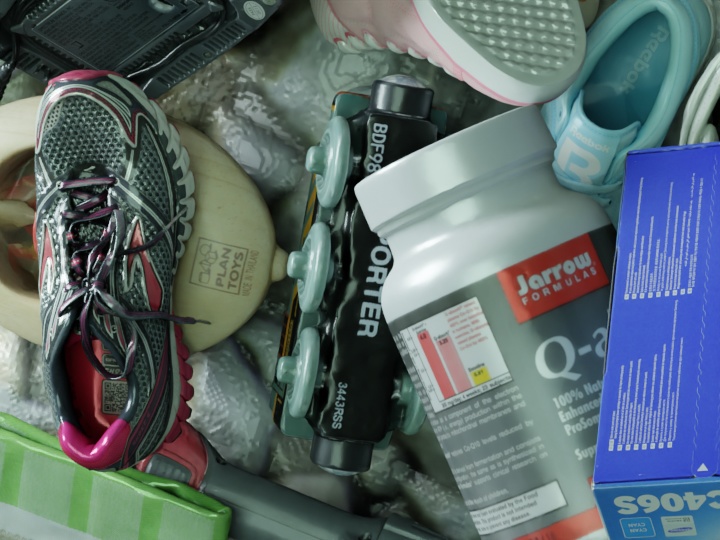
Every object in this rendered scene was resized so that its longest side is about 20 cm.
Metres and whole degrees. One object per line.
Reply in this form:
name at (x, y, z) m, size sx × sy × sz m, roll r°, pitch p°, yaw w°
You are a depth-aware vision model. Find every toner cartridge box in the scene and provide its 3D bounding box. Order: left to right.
toner cartridge box at (0.156, 0.027, 1.146) m, size 0.095 × 0.200 × 0.043 m, roll -6°, pitch 135°, yaw 18°

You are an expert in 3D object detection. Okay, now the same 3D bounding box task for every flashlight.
flashlight at (-0.048, 0.127, 1.392) m, size 0.200 × 0.068 × 0.068 m, roll 21°, pitch 136°, yaw 9°

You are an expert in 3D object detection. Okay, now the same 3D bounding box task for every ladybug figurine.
ladybug figurine at (-0.129, -0.022, 1.397) m, size 0.200 × 0.072 × 0.136 m, roll 16°, pitch 99°, yaw 14°

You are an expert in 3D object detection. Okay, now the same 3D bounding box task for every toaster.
toaster at (-0.112, -0.169, 1.328) m, size 0.114 × 0.129 × 0.200 m, roll 30°, pitch 140°, yaw -28°

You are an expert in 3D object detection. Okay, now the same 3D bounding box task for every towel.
towel at (-0.147, 0.180, 1.408) m, size 0.149 × 0.031 × 0.200 m, roll 20°, pitch 120°, yaw 11°

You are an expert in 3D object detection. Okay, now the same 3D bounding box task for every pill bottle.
pill bottle at (0.078, 0.034, 1.232) m, size 0.116 × 0.116 × 0.200 m, roll -25°, pitch 88°, yaw 16°

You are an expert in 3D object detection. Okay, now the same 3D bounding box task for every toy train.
toy train at (0.000, 0.000, 1.340) m, size 0.085 × 0.114 × 0.200 m, roll 8°, pitch 95°, yaw -11°

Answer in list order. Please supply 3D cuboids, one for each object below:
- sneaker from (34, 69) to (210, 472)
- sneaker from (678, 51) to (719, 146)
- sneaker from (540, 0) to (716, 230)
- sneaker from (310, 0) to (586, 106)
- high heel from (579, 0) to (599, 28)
sneaker at (-0.124, 0.000, 1.319) m, size 0.080 × 0.075 × 0.200 m, roll -6°, pitch 97°, yaw 17°
sneaker at (0.167, -0.026, 1.290) m, size 0.074 × 0.116 × 0.200 m, roll 18°, pitch 101°, yaw 12°
sneaker at (0.108, -0.058, 1.321) m, size 0.074 × 0.082 × 0.200 m, roll 26°, pitch 101°, yaw 14°
sneaker at (0.037, -0.132, 1.316) m, size 0.075 × 0.105 × 0.200 m, roll -25°, pitch 58°, yaw -25°
high heel at (0.051, -0.205, 1.346) m, size 0.096 × 0.067 × 0.200 m, roll -18°, pitch 101°, yaw 41°
